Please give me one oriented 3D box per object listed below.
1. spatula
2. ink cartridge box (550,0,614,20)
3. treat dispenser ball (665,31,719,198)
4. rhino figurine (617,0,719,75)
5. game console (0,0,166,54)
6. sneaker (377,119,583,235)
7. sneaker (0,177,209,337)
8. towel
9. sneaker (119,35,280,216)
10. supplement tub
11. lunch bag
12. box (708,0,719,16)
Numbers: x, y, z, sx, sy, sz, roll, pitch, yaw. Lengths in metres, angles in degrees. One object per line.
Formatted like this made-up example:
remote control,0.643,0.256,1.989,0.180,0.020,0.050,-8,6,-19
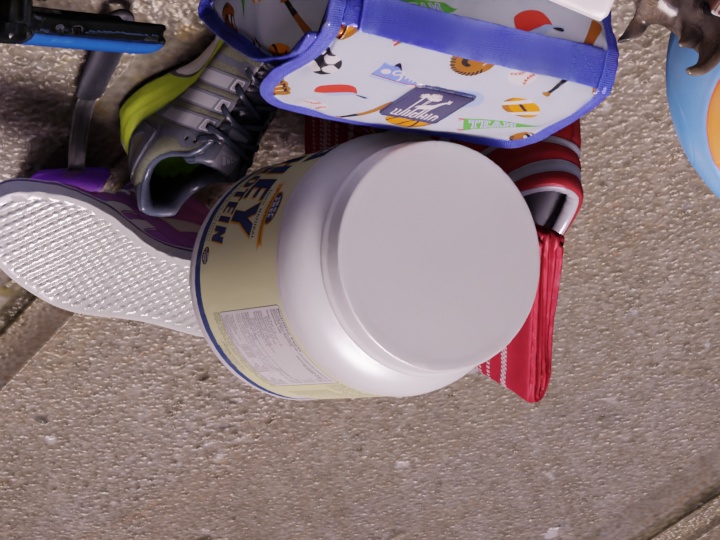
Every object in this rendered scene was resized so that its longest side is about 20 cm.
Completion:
spatula,-0.173,-0.095,1.253,0.056,0.021,0.200,-4,144,-26
ink cartridge box,0.056,-0.229,0.957,0.199,0.084,0.146,22,110,-1
treat dispenser ball,0.276,-0.114,1.147,0.200,0.202,0.201,-4,144,-3
rhino figurine,0.169,-0.176,1.052,0.087,0.201,0.060,16,142,-14
game console,-0.220,-0.183,1.049,0.199,0.119,0.170,12,-170,38
sneaker,0.055,-0.042,1.284,0.199,0.113,0.071,-27,139,26
sneaker,-0.162,-0.026,1.269,0.200,0.114,0.073,24,114,-36
towel,0.042,-0.014,1.248,0.022,0.200,0.145,-36,144,-31
sneaker,-0.072,-0.100,1.212,0.074,0.081,0.200,23,135,-34
supplement tub,0.000,0.000,1.138,0.144,0.146,0.200,13,170,-24
lunch bag,0.023,-0.137,1.058,0.169,0.200,0.124,9,105,-24
box,0.213,-0.210,1.004,0.100,0.201,0.075,12,141,-23
